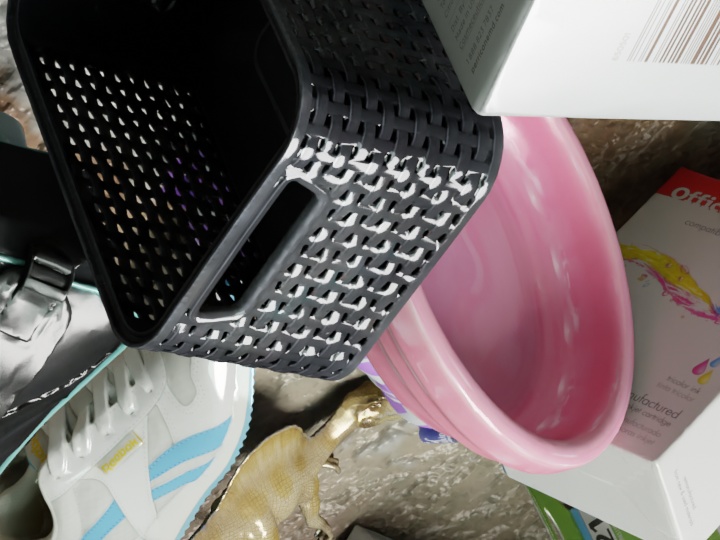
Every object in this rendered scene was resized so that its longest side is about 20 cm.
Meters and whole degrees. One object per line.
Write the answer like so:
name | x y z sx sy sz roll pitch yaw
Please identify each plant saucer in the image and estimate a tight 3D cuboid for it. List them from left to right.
plant saucer | 0.045 -0.008 1.201 0.051 0.202 0.200 -21 147 30

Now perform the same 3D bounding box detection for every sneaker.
sneaker | -0.107 0.070 1.298 0.080 0.077 0.201 4 132 -28

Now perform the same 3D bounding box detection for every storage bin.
storage bin | -0.044 -0.073 1.062 0.093 0.201 0.135 11 130 -35

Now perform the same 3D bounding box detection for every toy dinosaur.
toy dinosaur | -0.056 0.119 1.376 0.200 0.058 0.101 -40 154 -32

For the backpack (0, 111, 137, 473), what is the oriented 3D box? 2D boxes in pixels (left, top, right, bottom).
backpack | -0.209 0.023 1.125 0.175 0.154 0.200 13 122 -38

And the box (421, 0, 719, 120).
box | 0.091 -0.160 1.034 0.151 0.201 0.107 -1 138 -27

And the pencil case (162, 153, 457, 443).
pencil case | 0.000 0.000 1.275 0.085 0.084 0.200 8 157 35

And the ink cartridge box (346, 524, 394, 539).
ink cartridge box | 0.032 0.264 1.485 0.144 0.145 0.201 25 99 -40

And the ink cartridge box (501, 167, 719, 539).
ink cartridge box | 0.161 0.026 1.308 0.200 0.116 0.067 -44 134 -25

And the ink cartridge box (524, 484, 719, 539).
ink cartridge box | 0.164 0.162 1.487 0.076 0.148 0.200 -32 141 8
